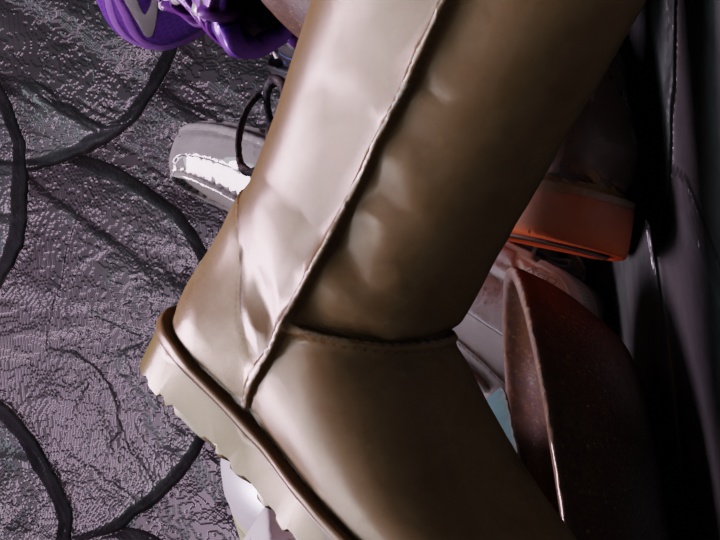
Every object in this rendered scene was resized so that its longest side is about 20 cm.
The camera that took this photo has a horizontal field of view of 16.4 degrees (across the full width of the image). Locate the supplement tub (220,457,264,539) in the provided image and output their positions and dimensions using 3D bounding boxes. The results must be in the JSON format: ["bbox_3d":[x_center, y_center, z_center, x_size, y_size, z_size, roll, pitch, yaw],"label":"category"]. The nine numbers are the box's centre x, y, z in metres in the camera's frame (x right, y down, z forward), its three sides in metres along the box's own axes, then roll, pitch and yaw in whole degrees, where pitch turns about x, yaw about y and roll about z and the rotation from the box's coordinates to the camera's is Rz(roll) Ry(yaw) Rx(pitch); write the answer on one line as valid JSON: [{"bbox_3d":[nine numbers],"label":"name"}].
[{"bbox_3d":[0.019,0.117,1.129,0.145,0.144,0.201,-97,-6,-60],"label":"supplement tub"}]

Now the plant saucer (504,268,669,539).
[{"bbox_3d":[0.077,0.097,0.819,0.200,0.036,0.202,174,90,-90],"label":"plant saucer"}]

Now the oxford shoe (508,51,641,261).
[{"bbox_3d":[0.062,-0.045,0.837,0.200,0.071,0.073,-157,79,-83],"label":"oxford shoe"}]

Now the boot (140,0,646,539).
[{"bbox_3d":[0.033,-0.013,0.668,0.066,0.175,0.201,-13,-44,-57],"label":"boot"}]

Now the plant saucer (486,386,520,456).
[{"bbox_3d":[0.041,0.139,0.801,0.200,0.036,0.201,173,90,-90],"label":"plant saucer"}]

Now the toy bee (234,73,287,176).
[{"bbox_3d":[0.037,-0.125,0.926,0.200,0.108,0.131,124,151,-44],"label":"toy bee"}]

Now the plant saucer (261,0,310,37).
[{"bbox_3d":[0.001,-0.155,0.746,0.200,0.037,0.202,7,100,50],"label":"plant saucer"}]

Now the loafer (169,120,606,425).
[{"bbox_3d":[0.000,0.000,0.966,0.070,0.199,0.070,-62,-30,-1],"label":"loafer"}]

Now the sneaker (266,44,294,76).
[{"bbox_3d":[-0.013,-0.051,1.058,0.111,0.200,0.077,44,164,-28],"label":"sneaker"}]

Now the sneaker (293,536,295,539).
[{"bbox_3d":[0.033,0.112,0.948,0.200,0.078,0.083,20,-117,-54],"label":"sneaker"}]

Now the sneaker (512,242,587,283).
[{"bbox_3d":[0.067,-0.011,1.014,0.082,0.074,0.201,-9,81,55],"label":"sneaker"}]

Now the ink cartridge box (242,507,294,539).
[{"bbox_3d":[0.004,0.187,0.922,0.067,0.116,0.200,-56,21,22],"label":"ink cartridge box"}]

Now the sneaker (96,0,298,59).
[{"bbox_3d":[-0.051,-0.110,0.890,0.200,0.080,0.084,157,118,-64],"label":"sneaker"}]
